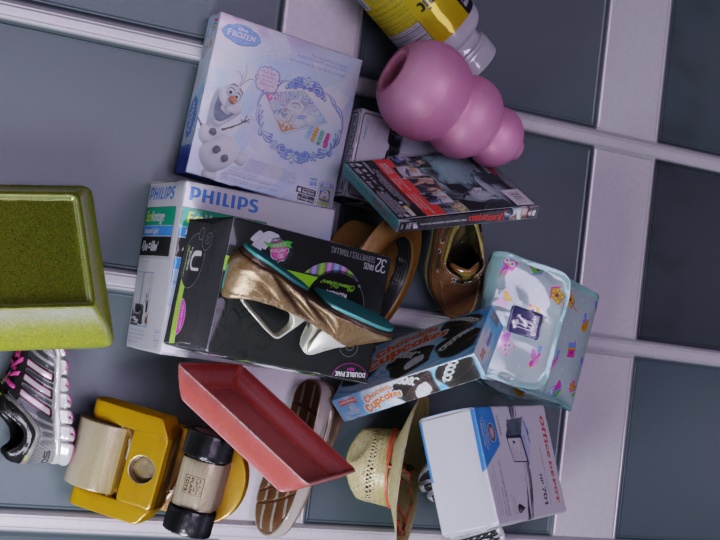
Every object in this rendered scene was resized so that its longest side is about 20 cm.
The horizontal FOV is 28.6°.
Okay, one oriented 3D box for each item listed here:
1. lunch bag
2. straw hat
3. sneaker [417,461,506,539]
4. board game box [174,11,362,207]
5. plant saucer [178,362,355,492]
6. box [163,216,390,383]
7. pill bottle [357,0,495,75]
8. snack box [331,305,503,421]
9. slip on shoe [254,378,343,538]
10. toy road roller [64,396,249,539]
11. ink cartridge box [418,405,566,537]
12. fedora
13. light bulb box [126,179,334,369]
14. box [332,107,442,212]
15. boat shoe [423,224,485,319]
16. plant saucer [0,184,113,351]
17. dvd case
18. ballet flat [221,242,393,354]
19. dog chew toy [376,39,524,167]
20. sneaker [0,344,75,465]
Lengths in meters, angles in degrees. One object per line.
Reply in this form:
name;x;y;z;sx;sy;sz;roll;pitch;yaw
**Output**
lunch bag;0.212;0.079;1.832;0.200;0.122;0.171;29;74;-52
straw hat;0.026;0.247;1.777;0.085;0.201;0.202;8;86;12
sneaker;0.141;0.305;1.855;0.081;0.075;0.200;-79;148;-56
board game box;-0.110;-0.189;1.728;0.200;0.043;0.200;15;84;-27
plant saucer;-0.112;0.183;1.620;0.200;0.200;0.037;40;97;14
box;-0.092;0.033;1.554;0.200;0.124;0.149;14;84;-30
pill bottle;0.079;-0.329;1.790;0.200;0.111;0.111;47;70;-22
snack box;0.070;0.114;1.725;0.037;0.200;0.116;60;27;-18
slip on shoe;-0.070;0.235;1.743;0.061;0.076;0.201;27;73;-42
toy road roller;-0.227;0.227;1.640;0.199;0.146;0.123;15;90;9
ink cartridge box;0.167;0.246;1.767;0.200;0.086;0.147;5;70;-56
fedora;0.000;0.000;1.738;0.201;0.082;0.201;-48;155;-31
light bulb box;-0.153;0.008;1.661;0.198;0.125;0.201;9;87;-28
box;0.061;-0.126;1.811;0.200;0.060;0.117;13;85;-28
boat shoe;0.122;-0.009;1.800;0.072;0.068;0.200;-16;127;-9
plant saucer;-0.371;-0.014;1.543;0.199;0.048;0.201;-1;67;-28
dvd case;0.097;-0.098;1.722;0.200;0.146;0.022;-8;126;-28
ballet flat;-0.061;0.044;1.470;0.200;0.068;0.072;29;99;-27
dog chew toy;0.119;-0.197;1.743;0.200;0.124;0.125;30;77;-21
sneaker;-0.374;0.126;1.571;0.087;0.074;0.201;-10;97;-29
